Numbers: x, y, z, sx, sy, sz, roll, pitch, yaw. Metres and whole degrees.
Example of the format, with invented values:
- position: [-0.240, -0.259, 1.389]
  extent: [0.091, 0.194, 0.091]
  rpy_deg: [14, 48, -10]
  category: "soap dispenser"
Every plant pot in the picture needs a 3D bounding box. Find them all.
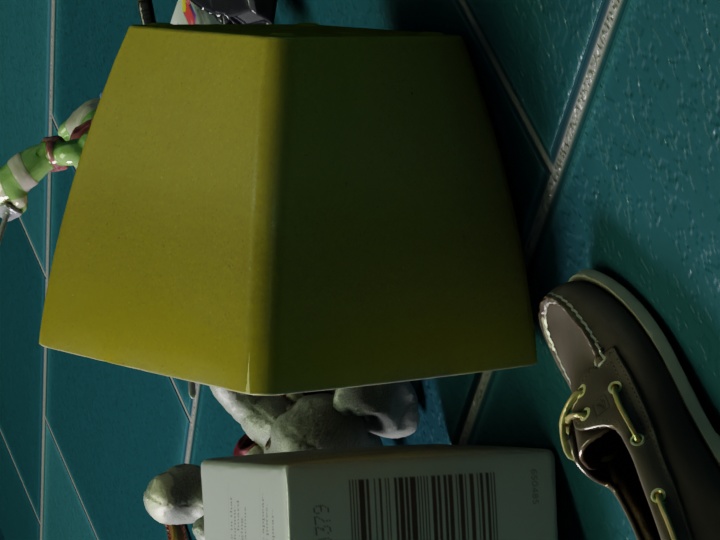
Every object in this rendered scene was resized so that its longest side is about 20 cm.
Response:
- position: [-0.038, -0.042, 1.496]
  extent: [0.199, 0.199, 0.178]
  rpy_deg: [10, 101, 48]
  category: "plant pot"

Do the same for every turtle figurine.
- position: [-0.174, -0.034, 1.864]
  extent: [0.194, 0.143, 0.201]
  rpy_deg: [-86, -6, -76]
  category: "turtle figurine"

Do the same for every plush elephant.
- position: [-0.042, 0.114, 1.803]
  extent: [0.199, 0.165, 0.155]
  rpy_deg: [33, 166, 19]
  category: "plush elephant"

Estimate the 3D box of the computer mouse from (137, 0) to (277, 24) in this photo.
- position: [-0.095, -0.194, 1.760]
  extent: [0.140, 0.046, 0.201]
  rpy_deg: [10, 121, 47]
  category: "computer mouse"

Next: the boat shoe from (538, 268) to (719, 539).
- position: [0.133, 0.081, 1.360]
  extent: [0.072, 0.059, 0.200]
  rpy_deg: [91, 154, -51]
  category: "boat shoe"

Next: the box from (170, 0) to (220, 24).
- position: [-0.074, -0.086, 1.877]
  extent: [0.201, 0.041, 0.156]
  rpy_deg: [66, 163, 12]
  category: "box"

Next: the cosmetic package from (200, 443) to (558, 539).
- position: [0.009, 0.188, 1.636]
  extent: [0.200, 0.164, 0.166]
  rpy_deg: [170, 98, -74]
  category: "cosmetic package"

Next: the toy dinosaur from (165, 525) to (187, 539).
- position: [-0.143, 0.342, 2.601]
  extent: [0.201, 0.104, 0.182]
  rpy_deg: [-74, -29, -44]
  category: "toy dinosaur"
